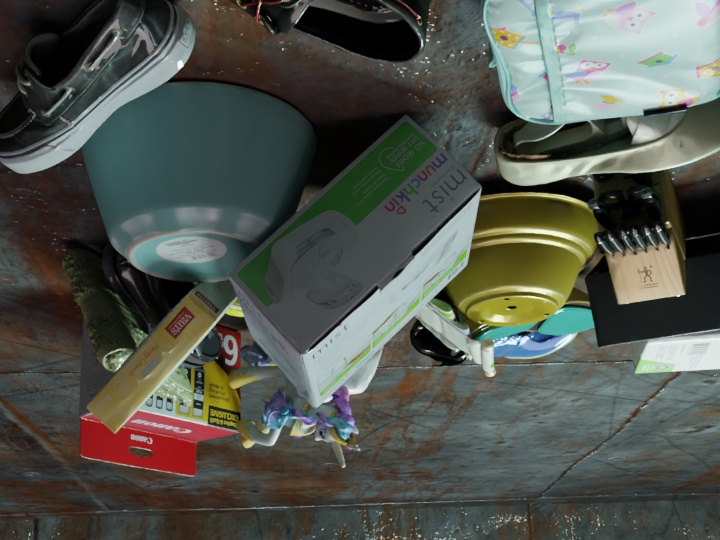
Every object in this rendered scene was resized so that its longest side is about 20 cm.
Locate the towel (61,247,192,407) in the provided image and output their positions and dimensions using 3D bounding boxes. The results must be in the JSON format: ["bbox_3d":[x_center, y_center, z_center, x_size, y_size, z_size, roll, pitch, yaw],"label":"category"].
[{"bbox_3d":[-0.242,0.061,1.156,0.036,0.150,0.200,-31,155,5],"label":"towel"}]

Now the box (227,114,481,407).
[{"bbox_3d":[0.000,0.000,0.921,0.200,0.097,0.177,-42,164,-12],"label":"box"}]

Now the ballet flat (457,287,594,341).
[{"bbox_3d":[0.191,0.037,1.202,0.197,0.064,0.069,-3,150,-34],"label":"ballet flat"}]

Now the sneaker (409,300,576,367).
[{"bbox_3d":[0.155,0.071,1.284,0.197,0.078,0.111,-4,178,24],"label":"sneaker"}]

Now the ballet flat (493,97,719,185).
[{"bbox_3d":[0.196,-0.110,0.852,0.197,0.071,0.069,-12,158,24],"label":"ballet flat"}]

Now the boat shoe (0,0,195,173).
[{"bbox_3d":[-0.201,-0.137,0.745,0.198,0.073,0.071,-29,140,31],"label":"boat shoe"}]

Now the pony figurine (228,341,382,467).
[{"bbox_3d":[-0.066,0.131,1.307,0.198,0.197,0.166,-2,162,39],"label":"pony figurine"}]

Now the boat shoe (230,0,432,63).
[{"bbox_3d":[-0.042,-0.177,0.647,0.199,0.064,0.073,12,158,-29],"label":"boat shoe"}]

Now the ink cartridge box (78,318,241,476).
[{"bbox_3d":[-0.239,0.147,1.322,0.083,0.179,0.199,-16,156,34],"label":"ink cartridge box"}]

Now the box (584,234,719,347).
[{"bbox_3d":[0.338,0.013,1.096,0.197,0.080,0.141,-11,-177,22],"label":"box"}]

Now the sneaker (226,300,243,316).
[{"bbox_3d":[-0.070,0.018,1.125,0.196,0.076,0.085,5,154,2],"label":"sneaker"}]

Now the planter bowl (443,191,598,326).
[{"bbox_3d":[0.146,0.003,1.071,0.196,0.085,0.201,-2,159,-1],"label":"planter bowl"}]

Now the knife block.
[{"bbox_3d":[0.247,-0.071,0.982,0.063,0.201,0.178,-9,114,21],"label":"knife block"}]

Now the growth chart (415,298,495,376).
[{"bbox_3d":[0.063,0.035,1.120,0.199,0.018,0.145,39,170,12],"label":"growth chart"}]

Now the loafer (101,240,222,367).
[{"bbox_3d":[-0.191,0.036,1.134,0.062,0.073,0.201,-11,139,22],"label":"loafer"}]

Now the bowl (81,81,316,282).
[{"bbox_3d":[-0.132,-0.058,0.890,0.197,0.107,0.201,-3,160,-1],"label":"bowl"}]

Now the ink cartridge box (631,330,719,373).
[{"bbox_3d":[0.428,0.061,1.294,0.196,0.086,0.146,-4,160,7],"label":"ink cartridge box"}]

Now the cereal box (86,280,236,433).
[{"bbox_3d":[-0.166,0.056,1.005,0.144,0.039,0.200,-47,-176,13],"label":"cereal box"}]

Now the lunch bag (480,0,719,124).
[{"bbox_3d":[0.153,-0.161,0.683,0.157,0.078,0.200,-7,159,13],"label":"lunch bag"}]
